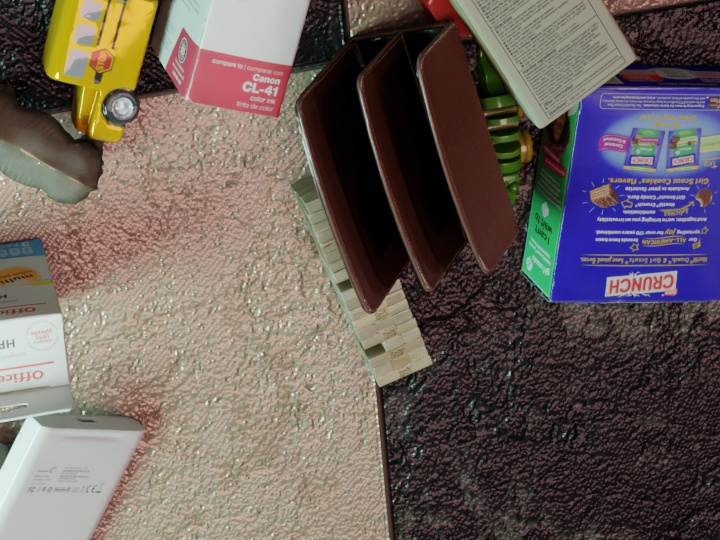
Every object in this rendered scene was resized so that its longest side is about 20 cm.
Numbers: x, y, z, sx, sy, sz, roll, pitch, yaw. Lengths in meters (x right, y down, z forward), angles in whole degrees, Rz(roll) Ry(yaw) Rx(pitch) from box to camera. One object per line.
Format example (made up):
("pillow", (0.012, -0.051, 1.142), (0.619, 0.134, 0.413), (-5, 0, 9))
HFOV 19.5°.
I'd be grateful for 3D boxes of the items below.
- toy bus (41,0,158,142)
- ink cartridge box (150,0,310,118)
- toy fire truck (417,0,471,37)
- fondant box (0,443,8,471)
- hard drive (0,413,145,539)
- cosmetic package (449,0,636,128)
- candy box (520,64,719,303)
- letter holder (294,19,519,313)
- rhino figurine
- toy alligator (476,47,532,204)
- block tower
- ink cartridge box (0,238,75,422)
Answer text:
("toy bus", (-0.200, -0.208, 1.664), (0.078, 0.065, 0.201), (11, 110, -19))
("ink cartridge box", (-0.090, -0.239, 1.636), (0.085, 0.148, 0.201), (12, 110, -20))
("toy fire truck", (0.096, -0.304, 1.715), (0.140, 0.049, 0.201), (-22, 117, -6))
("fondant box", (-0.404, 0.223, 1.800), (0.144, 0.058, 0.201), (21, 107, -23))
("hard drive", (-0.277, 0.215, 1.816), (0.132, 0.027, 0.201), (8, 114, -54))
("cosmetic package", (0.127, -0.227, 1.690), (0.105, 0.071, 0.200), (-34, 119, 1))
("candy box", (0.243, -0.075, 1.842), (0.168, 0.077, 0.201), (0, 112, -17))
("letter holder", (0.038, -0.081, 1.722), (0.100, 0.142, 0.201), (-5, 117, 29))
("rhino figurine", (-0.289, -0.115, 1.667), (0.199, 0.088, 0.060), (28, 103, -25))
("toy alligator", (0.121, -0.093, 1.812), (0.059, 0.054, 0.201), (-10, 115, -11))
("block tower", (0.000, 0.000, 1.819), (0.058, 0.054, 0.201), (-23, 117, -6))
("ink cartridge box", (-0.296, 0.048, 1.673), (0.114, 0.200, 0.068), (-8, 115, -12))
